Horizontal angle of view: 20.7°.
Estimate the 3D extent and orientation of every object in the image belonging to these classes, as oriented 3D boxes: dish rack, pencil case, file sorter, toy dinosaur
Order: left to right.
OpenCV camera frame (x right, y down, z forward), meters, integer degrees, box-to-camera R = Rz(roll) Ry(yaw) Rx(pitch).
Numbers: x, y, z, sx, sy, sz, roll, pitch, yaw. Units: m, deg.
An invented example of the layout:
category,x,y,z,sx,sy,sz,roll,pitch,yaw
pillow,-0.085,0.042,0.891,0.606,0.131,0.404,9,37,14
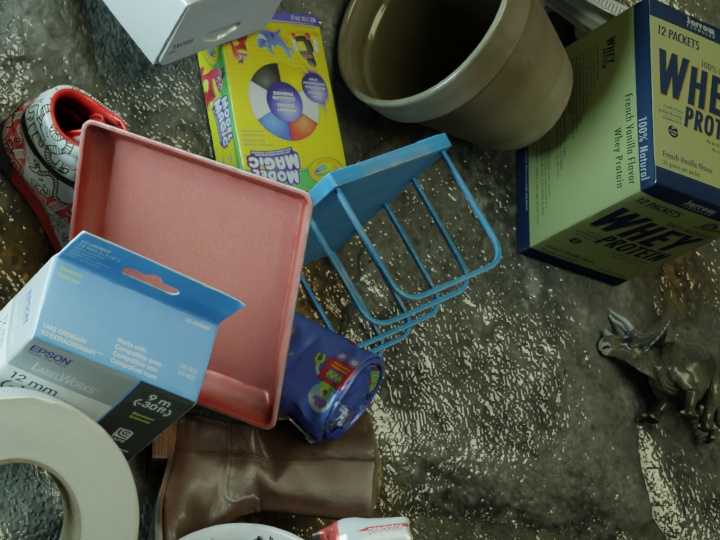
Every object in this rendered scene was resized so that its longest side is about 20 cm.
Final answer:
category,x,y,z,sx,sy,sz,roll,pitch,yaw
pencil case,-0.079,0.067,1.587,0.199,0.078,0.087,28,83,19
file sorter,0.000,0.000,1.645,0.138,0.200,0.123,-21,77,-41
dish rack,0.266,-0.247,2.018,0.199,0.172,0.044,19,106,-30
toy dinosaur,0.330,0.109,1.949,0.199,0.077,0.103,20,67,-27

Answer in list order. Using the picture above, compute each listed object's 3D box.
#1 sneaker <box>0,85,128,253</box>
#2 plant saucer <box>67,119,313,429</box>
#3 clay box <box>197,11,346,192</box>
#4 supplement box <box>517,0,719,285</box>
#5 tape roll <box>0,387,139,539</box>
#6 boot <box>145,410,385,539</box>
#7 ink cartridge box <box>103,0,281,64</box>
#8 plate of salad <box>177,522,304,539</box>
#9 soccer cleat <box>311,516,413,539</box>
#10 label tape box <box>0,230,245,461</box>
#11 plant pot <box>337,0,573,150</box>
category,x,y,z,sx,sy,sz,roll,pitch,yaw
sneaker,-0.207,-0.055,1.578,0.202,0.108,0.067,53,49,-8
plant saucer,-0.132,-0.001,1.519,0.198,0.202,0.037,19,26,18
clay box,-0.076,-0.131,1.750,0.114,0.048,0.202,0,71,-36
supplement box,0.264,-0.121,1.910,0.133,0.199,0.202,16,62,-31
tape roll,-0.259,0.186,1.429,0.201,0.037,0.205,-4,100,-27
boot,-0.070,0.196,1.566,0.198,0.064,0.188,4,66,-13
ink cartridge box,-0.169,-0.291,1.688,0.144,0.084,0.200,-27,73,-41
plate of salad,-0.090,0.292,1.475,0.198,0.048,0.202,0,86,-6
soccer cleat,0.017,0.253,1.582,0.084,0.201,0.069,-13,56,2
label tape box,-0.198,0.067,1.469,0.142,0.200,0.067,24,48,-27
plant pot,0.107,-0.204,1.847,0.173,0.199,0.202,33,53,-42
